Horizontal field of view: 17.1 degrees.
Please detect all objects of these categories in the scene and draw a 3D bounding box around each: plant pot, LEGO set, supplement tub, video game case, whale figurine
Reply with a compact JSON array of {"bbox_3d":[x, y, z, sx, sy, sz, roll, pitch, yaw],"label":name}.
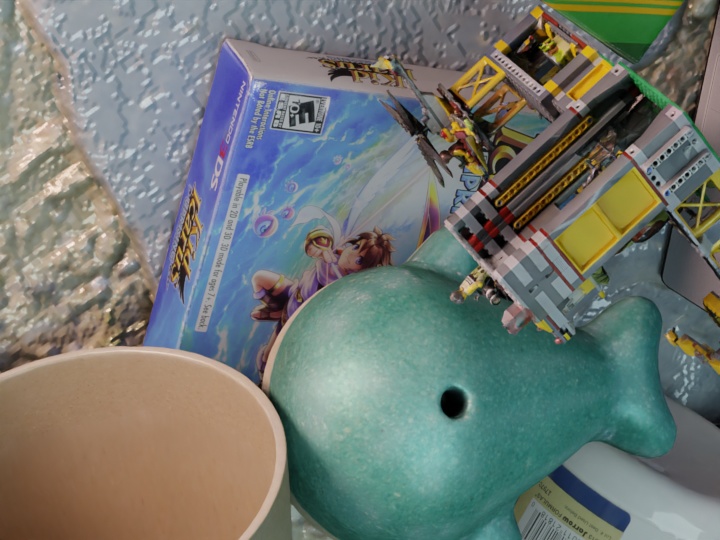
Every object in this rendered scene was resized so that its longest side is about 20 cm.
[{"bbox_3d":[-0.106,0.169,1.071,0.187,0.187,0.201,-20,127,-11],"label":"plant pot"},{"bbox_3d":[0.090,-0.016,1.017,0.116,0.200,0.154,-42,131,1],"label":"LEGO set"},{"bbox_3d":[0.107,0.166,1.215,0.144,0.145,0.201,18,111,-31],"label":"supplement tub"},{"bbox_3d":[0.000,0.000,1.131,0.180,0.045,0.201,4,117,-27],"label":"video game case"},{"bbox_3d":[0.058,0.057,1.076,0.199,0.104,0.160,-5,86,-19],"label":"whale figurine"}]

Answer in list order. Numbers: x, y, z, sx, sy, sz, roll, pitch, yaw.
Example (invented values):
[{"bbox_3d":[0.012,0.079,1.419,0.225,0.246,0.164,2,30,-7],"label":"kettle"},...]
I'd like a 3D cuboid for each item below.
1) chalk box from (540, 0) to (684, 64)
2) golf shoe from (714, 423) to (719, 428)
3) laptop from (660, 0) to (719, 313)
[{"bbox_3d":[0.058,-0.199,0.988,0.200,0.125,0.124,29,105,-33],"label":"chalk box"},{"bbox_3d":[0.197,0.126,1.288,0.097,0.078,0.200,41,93,-19],"label":"golf shoe"},{"bbox_3d":[0.188,-0.022,1.087,0.116,0.200,0.188,-15,126,-37],"label":"laptop"}]
